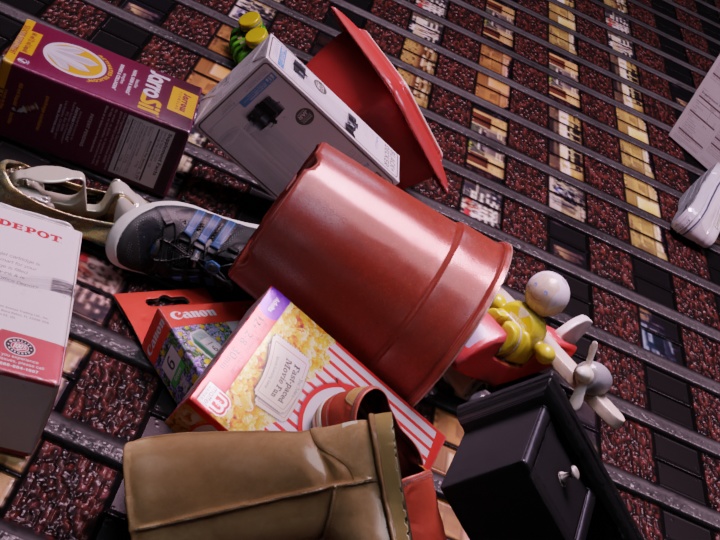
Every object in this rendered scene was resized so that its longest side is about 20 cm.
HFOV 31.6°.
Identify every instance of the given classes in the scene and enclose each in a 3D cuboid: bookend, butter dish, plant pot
[{"bbox_3d":[0.135,0.218,0.966,0.201,0.092,0.199,60,28,-12],"label":"bookend"},{"bbox_3d":[-0.010,-0.170,1.489,0.200,0.147,0.200,55,2,-46],"label":"butter dish"},{"bbox_3d":[0.000,0.000,1.140,0.195,0.201,0.201,36,30,-6],"label":"plant pot"}]

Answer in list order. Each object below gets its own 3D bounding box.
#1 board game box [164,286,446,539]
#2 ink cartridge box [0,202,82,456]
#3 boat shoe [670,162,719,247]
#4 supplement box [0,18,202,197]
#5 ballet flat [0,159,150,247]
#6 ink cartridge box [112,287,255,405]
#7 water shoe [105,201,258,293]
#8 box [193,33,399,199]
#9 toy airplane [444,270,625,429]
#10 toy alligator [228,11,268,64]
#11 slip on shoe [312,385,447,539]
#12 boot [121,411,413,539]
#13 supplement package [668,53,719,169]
[{"bbox_3d":[-0.039,0.130,1.027,0.200,0.046,0.152,41,42,-7],"label":"board game box"},{"bbox_3d":[-0.306,0.034,0.997,0.146,0.083,0.201,17,33,-18],"label":"ink cartridge box"},{"bbox_3d":[0.502,-0.088,1.844,0.067,0.074,0.200,44,41,0],"label":"boat shoe"},{"bbox_3d":[-0.276,-0.170,1.324,0.199,0.086,0.111,20,31,-12],"label":"supplement box"},{"bbox_3d":[-0.256,-0.061,1.197,0.199,0.071,0.071,12,34,-25],"label":"ballet flat"},{"bbox_3d":[-0.126,0.068,1.119,0.108,0.051,0.200,-4,43,-41],"label":"ink cartridge box"},{"bbox_3d":[-0.140,-0.019,1.201,0.199,0.072,0.079,4,18,-36],"label":"water shoe"},{"bbox_3d":[-0.064,-0.137,1.347,0.200,0.116,0.060,42,24,-23],"label":"box"},{"bbox_3d":[0.175,0.061,1.278,0.199,0.142,0.200,23,30,-6],"label":"toy airplane"},{"bbox_3d":[-0.134,-0.270,1.623,0.054,0.059,0.201,-23,44,0],"label":"toy alligator"},{"bbox_3d":[0.030,0.178,0.967,0.074,0.061,0.201,-11,69,-46],"label":"slip on shoe"},{"bbox_3d":[-0.062,0.195,0.917,0.198,0.066,0.176,-9,72,2],"label":"boot"},{"bbox_3d":[0.640,-0.258,2.061,0.151,0.201,0.151,-6,44,-43],"label":"supplement package"}]
